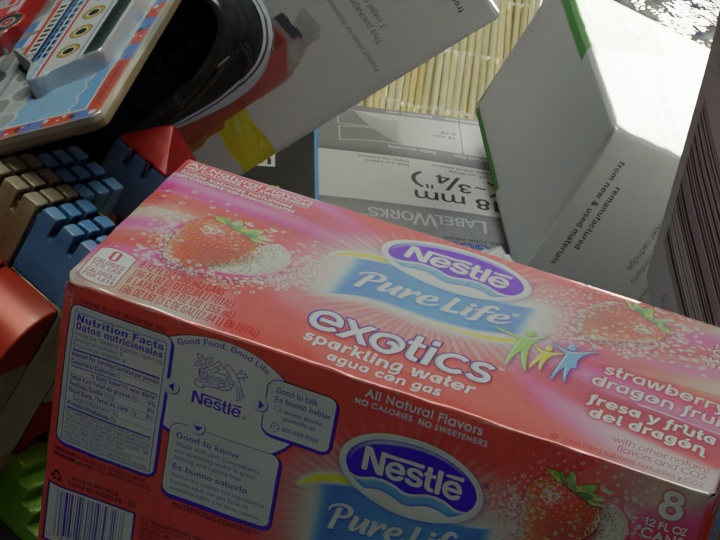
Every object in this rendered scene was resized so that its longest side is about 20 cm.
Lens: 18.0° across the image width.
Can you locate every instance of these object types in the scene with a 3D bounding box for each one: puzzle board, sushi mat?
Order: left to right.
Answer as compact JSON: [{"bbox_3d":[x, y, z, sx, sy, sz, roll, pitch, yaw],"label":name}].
[{"bbox_3d":[-0.131,-0.096,0.864,0.151,0.017,0.200,-13,32,24],"label":"puzzle board"},{"bbox_3d":[0.043,-0.111,1.158,0.096,0.012,0.200,10,52,-2],"label":"sushi mat"}]

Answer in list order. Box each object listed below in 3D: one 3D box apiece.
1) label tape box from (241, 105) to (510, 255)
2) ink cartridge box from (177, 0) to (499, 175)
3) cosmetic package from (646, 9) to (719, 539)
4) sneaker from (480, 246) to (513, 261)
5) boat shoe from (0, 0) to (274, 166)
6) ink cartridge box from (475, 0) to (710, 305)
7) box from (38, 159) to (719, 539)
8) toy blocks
[{"bbox_3d":[0.000,0.000,0.982,0.144,0.063,0.200,6,31,-6],"label":"label tape box"},{"bbox_3d":[-0.052,-0.113,0.978,0.200,0.083,0.145,-31,27,11],"label":"ink cartridge box"},{"bbox_3d":[0.218,0.015,0.761,0.200,0.165,0.165,-5,57,-6],"label":"cosmetic package"},{"bbox_3d":[-0.005,0.067,0.869,0.200,0.074,0.082,-29,89,-21],"label":"sneaker"},{"bbox_3d":[-0.126,-0.054,0.878,0.200,0.070,0.066,-25,-3,10],"label":"boat shoe"},{"bbox_3d":[0.161,-0.027,0.995,0.200,0.084,0.146,22,28,-19],"label":"ink cartridge box"},{"bbox_3d":[0.012,0.052,0.700,0.200,0.103,0.095,17,31,13],"label":"box"},{"bbox_3d":[-0.123,0.018,0.810,0.100,0.137,0.200,40,27,17],"label":"toy blocks"}]
